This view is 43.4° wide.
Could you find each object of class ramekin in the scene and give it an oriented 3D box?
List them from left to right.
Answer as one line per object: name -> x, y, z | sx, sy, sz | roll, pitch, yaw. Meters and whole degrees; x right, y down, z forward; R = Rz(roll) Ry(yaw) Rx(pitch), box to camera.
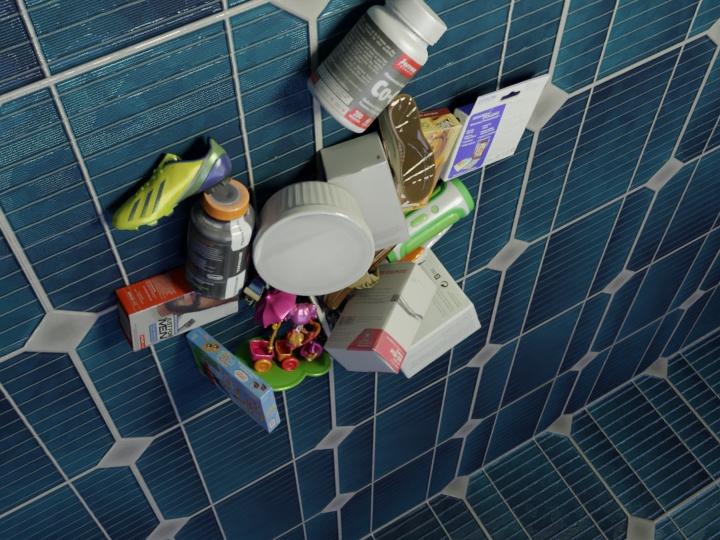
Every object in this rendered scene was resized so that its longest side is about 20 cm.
ramekin -> -0.079, -0.058, 1.475 | 0.201, 0.095, 0.203 | -5, 140, -4

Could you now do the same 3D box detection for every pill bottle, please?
pill bottle -> -0.224, -0.053, 1.449 | 0.106, 0.106, 0.201 | -18, 147, -28
pill bottle -> 0.025, -0.311, 1.325 | 0.200, 0.114, 0.114 | -46, 149, 18

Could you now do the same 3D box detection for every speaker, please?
speaker -> 0.121, -0.099, 1.768 | 0.199, 0.089, 0.089 | -33, 151, -4

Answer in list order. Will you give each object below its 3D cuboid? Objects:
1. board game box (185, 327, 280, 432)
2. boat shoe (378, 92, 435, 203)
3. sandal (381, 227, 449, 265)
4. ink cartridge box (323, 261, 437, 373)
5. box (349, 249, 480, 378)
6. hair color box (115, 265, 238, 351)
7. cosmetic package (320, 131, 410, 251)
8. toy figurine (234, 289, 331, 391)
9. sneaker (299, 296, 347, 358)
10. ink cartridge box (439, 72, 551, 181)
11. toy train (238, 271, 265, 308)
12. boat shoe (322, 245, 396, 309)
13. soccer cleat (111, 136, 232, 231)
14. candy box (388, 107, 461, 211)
board game box -> -0.240, 0.206, 1.717 | 0.037, 0.199, 0.152 | -44, 156, -24
boat shoe -> 0.072, -0.208, 1.508 | 0.072, 0.065, 0.201 | -30, 125, -16
sandal -> 0.115, -0.047, 1.843 | 0.206, 0.079, 0.059 | -37, 149, -2
ink cartridge box -> 0.040, 0.089, 1.725 | 0.083, 0.146, 0.201 | 45, 59, -31
box -> 0.113, 0.079, 1.902 | 0.199, 0.199, 0.131 | -35, 152, -2
hair color box -> -0.312, 0.053, 1.558 | 0.199, 0.064, 0.111 | -23, 148, -24
cosmetic package -> 0.011, -0.127, 1.551 | 0.107, 0.085, 0.201 | -16, 138, 3
toy figurine -> -0.139, 0.116, 1.753 | 0.198, 0.151, 0.185 | 0, 130, -16
sneaker -> -0.055, 0.091, 1.833 | 0.087, 0.076, 0.201 | -33, 133, -19
ink cartridge box -> 0.241, -0.273, 1.665 | 0.197, 0.043, 0.201 | -23, 150, -34
toy train -> -0.181, 0.025, 1.579 | 0.046, 0.034, 0.200 | -53, -172, 8
boat shoe -> 0.000, 0.000, 1.714 | 0.201, 0.074, 0.076 | -56, 168, 25
soccer cleat -> -0.286, -0.129, 1.338 | 0.199, 0.065, 0.084 | -29, 121, -3
candy box -> 0.093, -0.192, 1.631 | 0.115, 0.055, 0.201 | -14, 145, -33
